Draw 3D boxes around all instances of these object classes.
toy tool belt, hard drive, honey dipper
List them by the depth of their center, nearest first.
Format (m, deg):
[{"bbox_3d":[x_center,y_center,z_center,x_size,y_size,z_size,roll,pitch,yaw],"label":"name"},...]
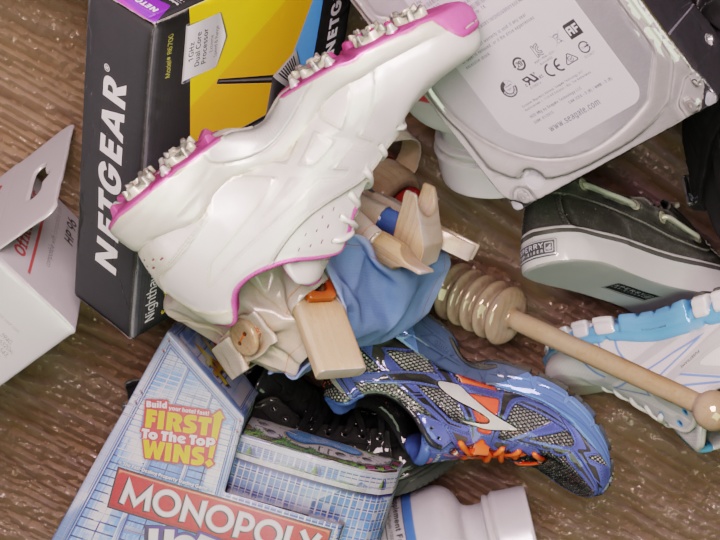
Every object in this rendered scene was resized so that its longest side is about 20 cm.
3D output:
[{"bbox_3d":[0.065,-0.136,0.794,0.140,0.038,0.200,-28,103,46],"label":"hard drive"},{"bbox_3d":[0.000,0.000,0.906,0.123,0.200,0.125,34,122,24],"label":"toy tool belt"},{"bbox_3d":[0.127,0.048,0.973,0.038,0.200,0.038,-27,131,-38],"label":"honey dipper"}]

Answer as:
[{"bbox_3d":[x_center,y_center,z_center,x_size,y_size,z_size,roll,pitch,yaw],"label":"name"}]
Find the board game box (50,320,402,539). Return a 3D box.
[{"bbox_3d":[-0.084,0.137,0.993,0.199,0.062,0.200,16,101,1],"label":"board game box"}]

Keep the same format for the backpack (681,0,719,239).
[{"bbox_3d":[0.230,-0.118,0.850,0.150,0.178,0.200,-8,158,8],"label":"backpack"}]

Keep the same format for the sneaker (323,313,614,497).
[{"bbox_3d":[0.061,0.091,1.026,0.200,0.079,0.075,27,156,-3],"label":"sneaker"}]

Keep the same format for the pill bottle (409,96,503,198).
[{"bbox_3d":[0.063,-0.144,0.896,0.108,0.109,0.200,-13,120,3],"label":"pill bottle"}]

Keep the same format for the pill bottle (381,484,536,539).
[{"bbox_3d":[0.018,0.202,1.087,0.199,0.112,0.112,-13,120,3],"label":"pill bottle"}]

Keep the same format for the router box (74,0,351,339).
[{"bbox_3d":[-0.077,-0.079,0.888,0.051,0.149,0.200,34,135,26],"label":"router box"}]

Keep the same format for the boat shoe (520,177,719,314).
[{"bbox_3d":[0.171,-0.013,0.989,0.071,0.064,0.200,-14,158,43],"label":"boat shoe"}]

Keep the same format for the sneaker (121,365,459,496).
[{"bbox_3d":[-0.040,0.094,1.052,0.199,0.060,0.104,-12,123,6],"label":"sneaker"}]

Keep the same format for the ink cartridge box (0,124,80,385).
[{"bbox_3d":[-0.221,0.017,0.962,0.200,0.116,0.068,-35,116,16],"label":"ink cartridge box"}]

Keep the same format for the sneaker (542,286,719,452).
[{"bbox_3d":[0.180,0.066,0.989,0.075,0.087,0.200,6,165,-34],"label":"sneaker"}]

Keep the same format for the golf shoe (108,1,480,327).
[{"bbox_3d":[-0.019,-0.050,0.797,0.200,0.075,0.092,-33,98,11],"label":"golf shoe"}]
